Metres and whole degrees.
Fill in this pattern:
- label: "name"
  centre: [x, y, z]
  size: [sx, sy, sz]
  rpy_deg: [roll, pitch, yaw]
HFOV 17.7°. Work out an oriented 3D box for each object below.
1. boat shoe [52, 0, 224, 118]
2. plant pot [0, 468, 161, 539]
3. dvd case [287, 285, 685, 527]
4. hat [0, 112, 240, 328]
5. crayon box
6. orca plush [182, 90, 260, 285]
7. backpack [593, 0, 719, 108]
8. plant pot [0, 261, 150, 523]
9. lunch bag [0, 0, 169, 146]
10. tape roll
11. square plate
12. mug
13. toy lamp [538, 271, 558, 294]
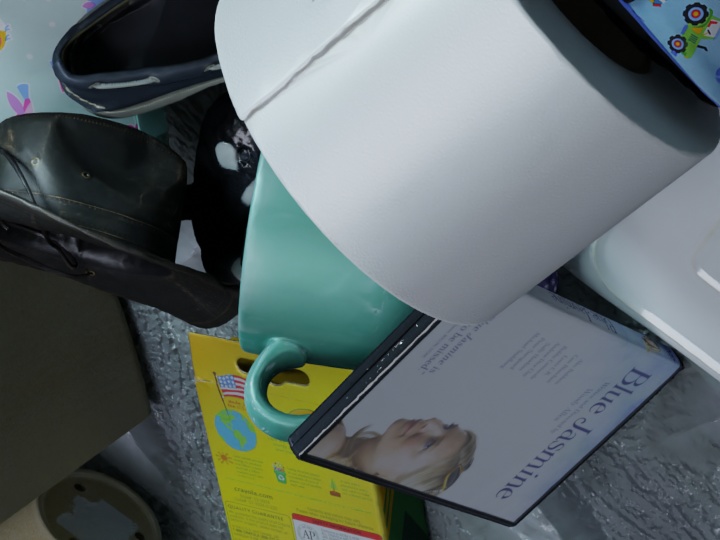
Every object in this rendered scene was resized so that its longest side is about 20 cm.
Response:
- label: "boat shoe"
  centre: [-0.068, -0.141, 1.211]
  size: [0.199, 0.062, 0.075]
  rpy_deg: [-19, 82, 3]
- label: "plant pot"
  centre: [-0.220, 0.241, 1.612]
  size: [0.187, 0.187, 0.200]
  rpy_deg: [37, 122, 7]
- label: "dvd case"
  centre: [0.071, 0.070, 1.236]
  size: [0.143, 0.200, 0.018]
  rpy_deg: [-46, 52, 18]
- label: "hat"
  centre: [-0.148, -0.040, 1.255]
  size: [0.200, 0.081, 0.201]
  rpy_deg: [18, 167, 4]
- label: "crayon box"
  centre: [-0.029, 0.119, 1.456]
  size: [0.126, 0.051, 0.201]
  rpy_deg: [11, 128, 29]
- label: "orca plush"
  centre: [-0.083, -0.040, 1.337]
  size: [0.071, 0.106, 0.200]
  rpy_deg: [9, 158, 3]
- label: "backpack"
  centre: [0.152, -0.173, 1.022]
  size: [0.134, 0.183, 0.200]
  rpy_deg: [-34, 117, 24]
- label: "plant pot"
  centre: [-0.271, 0.031, 1.474]
  size: [0.199, 0.200, 0.178]
  rpy_deg: [13, 118, 28]
- label: "lunch bag"
  centre: [-0.191, -0.154, 1.318]
  size: [0.199, 0.122, 0.171]
  rpy_deg: [20, 131, 30]
- label: "tape roll"
  centre: [0.050, -0.095, 1.062]
  size: [0.139, 0.203, 0.203]
  rpy_deg: [-38, 97, 25]
- label: "square plate"
  centre: [0.210, -0.010, 1.205]
  size: [0.198, 0.028, 0.200]
  rpy_deg: [38, 136, 7]
- label: "mug"
  centre: [0.002, -0.007, 1.254]
  size: [0.114, 0.152, 0.186]
  rpy_deg: [9, 102, 4]
- label: "toy lamp"
  centre: [0.109, -0.068, 1.203]
  size: [0.058, 0.058, 0.201]
  rpy_deg: [29, 127, 14]
